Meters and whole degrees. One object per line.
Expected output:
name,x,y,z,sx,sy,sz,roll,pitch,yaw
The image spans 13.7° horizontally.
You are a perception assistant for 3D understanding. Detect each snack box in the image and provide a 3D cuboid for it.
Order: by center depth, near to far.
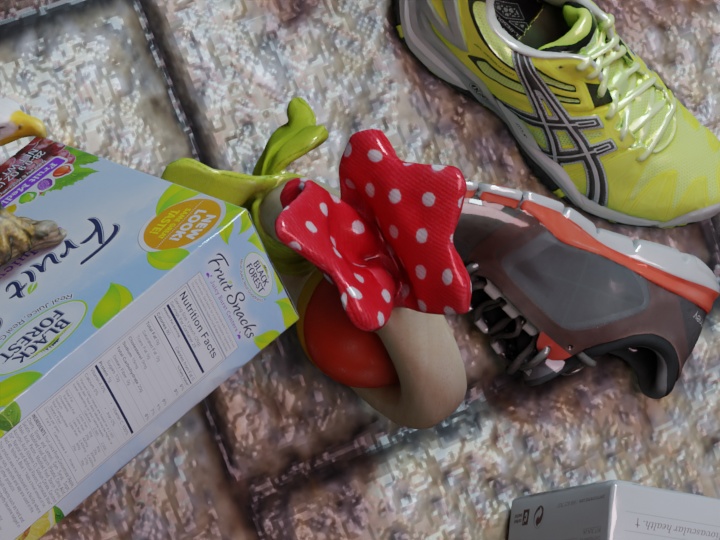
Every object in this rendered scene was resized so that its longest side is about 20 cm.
snack box,-0.154,0.038,1.278,0.200,0.168,0.068,-41,125,-22

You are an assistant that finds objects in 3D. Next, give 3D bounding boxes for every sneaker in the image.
sneaker,0.081,0.011,1.438,0.199,0.077,0.082,18,81,-19
sneaker,0.107,-0.088,1.463,0.200,0.076,0.076,34,68,-15

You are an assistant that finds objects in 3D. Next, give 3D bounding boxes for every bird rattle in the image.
bird rattle,0.000,0.000,1.349,0.113,0.200,0.163,-44,122,-22

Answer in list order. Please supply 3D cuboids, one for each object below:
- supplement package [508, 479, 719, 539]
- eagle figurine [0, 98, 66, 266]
supplement package,0.135,0.208,1.401,0.116,0.117,0.201,10,78,-21
eagle figurine,-0.189,-0.075,1.208,0.150,0.152,0.201,-16,119,9
